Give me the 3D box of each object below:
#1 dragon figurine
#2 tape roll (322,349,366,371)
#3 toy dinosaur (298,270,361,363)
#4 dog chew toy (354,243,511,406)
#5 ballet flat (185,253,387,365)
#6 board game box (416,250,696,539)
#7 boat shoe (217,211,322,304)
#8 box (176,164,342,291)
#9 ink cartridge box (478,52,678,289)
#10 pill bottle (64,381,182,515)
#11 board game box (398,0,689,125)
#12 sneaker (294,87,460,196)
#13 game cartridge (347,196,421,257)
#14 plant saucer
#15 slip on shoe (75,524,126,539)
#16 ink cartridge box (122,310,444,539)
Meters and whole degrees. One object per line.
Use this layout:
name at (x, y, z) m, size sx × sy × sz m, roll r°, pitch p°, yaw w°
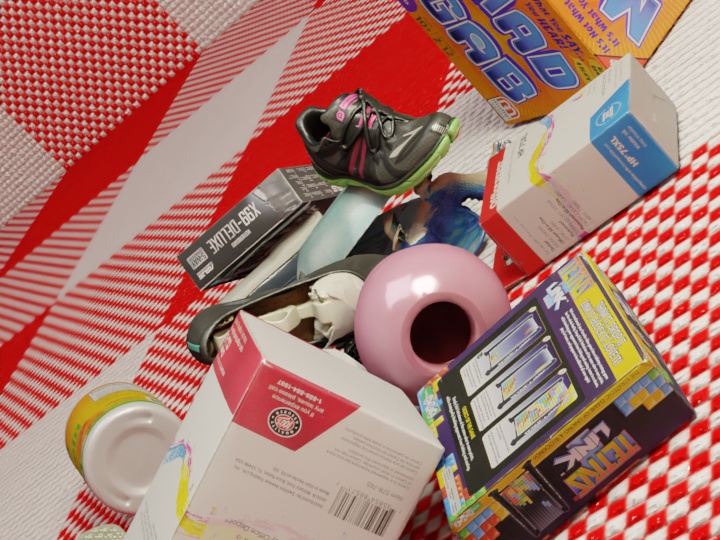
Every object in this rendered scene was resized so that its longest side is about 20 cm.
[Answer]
dragon figurine at (0.077, -0.035, 1.441) m, size 0.202 × 0.099 × 0.059 m, roll -63°, pitch 19°, yaw 7°
tape roll at (-0.055, 0.158, 1.282) m, size 0.202 × 0.037 × 0.204 m, roll -38°, pitch 33°, yaw 30°
toy dinosaur at (-0.055, 0.092, 1.429) m, size 0.136 × 0.102 × 0.200 m, roll -47°, pitch 60°, yaw -3°
dog chew toy at (0.050, 0.036, 1.259) m, size 0.125 × 0.125 × 0.200 m, roll -45°, pitch 10°, yaw 0°
ballet flat at (-0.050, 0.042, 1.341) m, size 0.198 × 0.069 × 0.068 m, roll -20°, pitch 11°, yaw -5°
board game box at (0.124, 0.089, 1.067) m, size 0.165 × 0.057 × 0.200 m, roll -40°, pitch 18°, yaw 11°
boat shoe at (-0.098, 0.024, 1.712) m, size 0.200 × 0.062 × 0.075 m, roll -45°, pitch 15°, yaw -6°
box at (-0.100, -0.053, 1.779) m, size 0.157 × 0.050 × 0.200 m, roll -39°, pitch -7°, yaw 17°
ink cartridge box at (0.166, -0.077, 1.317) m, size 0.199 × 0.067 × 0.117 m, roll -37°, pitch 19°, yaw 27°
pill bottle at (-0.244, 0.175, 1.628) m, size 0.111 × 0.111 × 0.200 m, roll -48°, pitch 17°, yaw -9°
board game box at (0.186, -0.295, 1.534) m, size 0.201 × 0.200 × 0.199 m, roll -52°, pitch 19°, yaw -22°
sneaker at (0.008, -0.118, 1.416) m, size 0.199 × 0.084 × 0.077 m, roll 0°, pitch 48°, yaw 49°
game cartridge at (0.000, 0.000, 1.585) m, size 0.199 × 0.040 × 0.134 m, roll -28°, pitch 28°, yaw 44°
plant saucer at (-0.011, -0.055, 1.526) m, size 0.202 × 0.039 × 0.201 m, roll -52°, pitch 4°, yaw 5°
slip on shoe at (-0.200, 0.289, 1.371) m, size 0.073 × 0.062 × 0.200 m, roll -22°, pitch 25°, yaw -17°
ink cartridge box at (-0.061, 0.160, 1.100) m, size 0.201 × 0.144 × 0.145 m, roll -62°, pitch 16°, yaw 5°
